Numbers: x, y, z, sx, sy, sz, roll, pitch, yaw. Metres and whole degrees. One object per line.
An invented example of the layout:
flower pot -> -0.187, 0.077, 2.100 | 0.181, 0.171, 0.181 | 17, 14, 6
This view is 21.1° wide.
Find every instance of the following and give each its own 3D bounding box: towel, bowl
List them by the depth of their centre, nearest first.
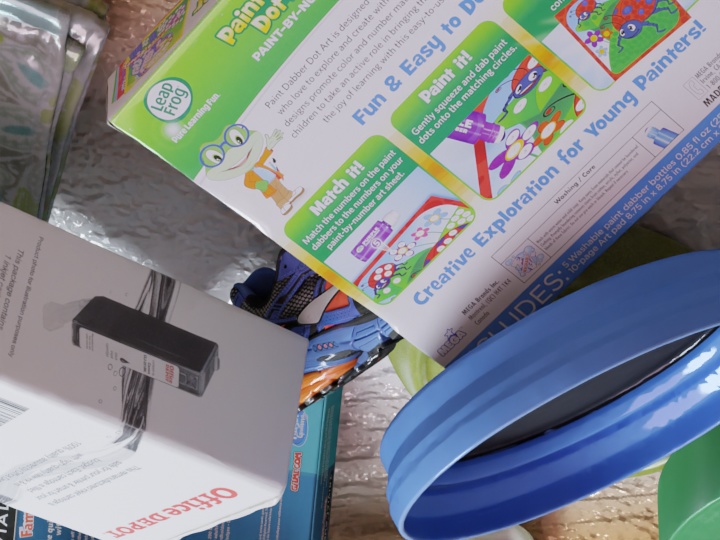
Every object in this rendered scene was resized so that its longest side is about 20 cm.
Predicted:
bowl -> 0.099, 0.055, 0.845 | 0.200, 0.039, 0.201 | -23, 159, -9
towel -> -0.224, -0.097, 0.892 | 0.200, 0.048, 0.171 | 20, 140, -5

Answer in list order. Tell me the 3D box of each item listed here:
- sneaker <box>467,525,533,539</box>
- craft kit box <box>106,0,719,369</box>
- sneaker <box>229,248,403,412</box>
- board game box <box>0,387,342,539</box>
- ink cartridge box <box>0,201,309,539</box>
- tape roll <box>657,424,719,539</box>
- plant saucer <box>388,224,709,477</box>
sneaker -> 0.016, 0.200, 1.084 | 0.200, 0.075, 0.100 | -28, 149, -18
craft kit box -> 0.037, -0.079, 0.768 | 0.197, 0.049, 0.200 | 36, 109, -27
sneaker -> 0.000, 0.000, 0.910 | 0.200, 0.075, 0.078 | -37, 85, 40
board game box -> -0.117, 0.125, 1.050 | 0.200, 0.047, 0.151 | 7, 96, 11
ink cartridge box -> -0.145, 0.051, 0.894 | 0.200, 0.084, 0.144 | 26, 149, -27
tape roll -> 0.252, 0.129, 0.982 | 0.200, 0.048, 0.201 | 2, 142, 1
plant saucer -> 0.104, 0.049, 0.972 | 0.200, 0.031, 0.200 | 9, 141, 8
